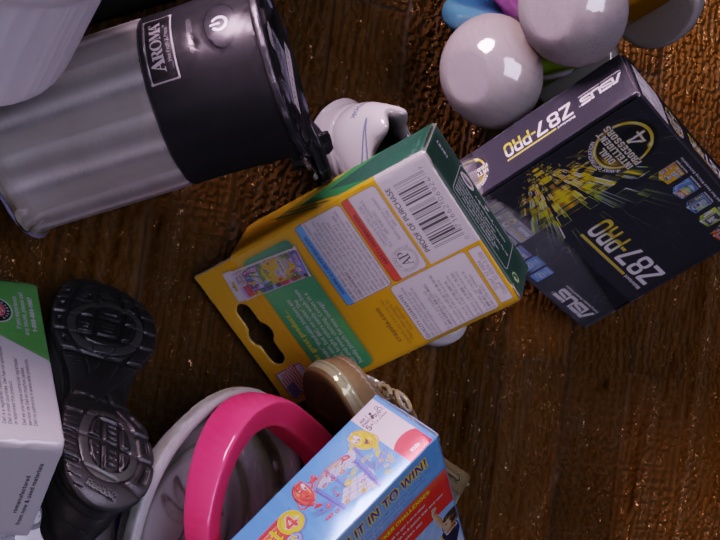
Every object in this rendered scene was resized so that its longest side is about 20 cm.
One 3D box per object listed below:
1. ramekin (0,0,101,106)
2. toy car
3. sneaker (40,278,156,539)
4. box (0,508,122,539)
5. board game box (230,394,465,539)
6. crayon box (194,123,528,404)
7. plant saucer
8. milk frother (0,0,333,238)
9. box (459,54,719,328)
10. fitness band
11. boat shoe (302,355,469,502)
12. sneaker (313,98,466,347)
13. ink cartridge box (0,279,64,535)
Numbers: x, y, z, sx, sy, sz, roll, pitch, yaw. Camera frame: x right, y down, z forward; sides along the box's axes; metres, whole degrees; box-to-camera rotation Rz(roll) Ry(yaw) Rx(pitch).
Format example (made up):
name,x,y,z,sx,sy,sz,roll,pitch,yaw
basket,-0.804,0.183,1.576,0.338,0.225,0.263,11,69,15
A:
name,x,y,z,sx,sy,sz,roll,pitch,yaw
ramekin,-0.231,-0.178,0.791,0.199,0.201,0.098,10,128,-28
toy car,0.139,-0.203,1.068,0.175,0.200,0.151,-20,78,-48
sneaker,-0.180,0.088,0.924,0.076,0.091,0.201,22,37,-22
box,-0.237,0.169,0.947,0.199,0.041,0.120,3,89,-31
board game box,-0.018,0.216,0.952,0.200,0.056,0.197,-43,143,-23
crayon box,0.000,0.000,1.018,0.126,0.199,0.052,55,26,-17
plant saucer,-0.112,0.174,0.979,0.200,0.050,0.202,-27,121,-56
milk frother,-0.124,-0.094,0.959,0.187,0.181,0.201,-16,133,7
box,0.179,-0.052,1.077,0.200,0.161,0.049,38,31,-43
fitness band,-0.063,0.165,0.980,0.200,0.037,0.145,51,52,-55
boat shoe,0.023,0.117,1.039,0.063,0.073,0.201,-47,132,-16
sneaker,0.030,-0.031,1.059,0.074,0.087,0.201,-34,107,-27
ink cartridge box,-0.288,0.070,0.852,0.199,0.146,0.084,9,127,-27
